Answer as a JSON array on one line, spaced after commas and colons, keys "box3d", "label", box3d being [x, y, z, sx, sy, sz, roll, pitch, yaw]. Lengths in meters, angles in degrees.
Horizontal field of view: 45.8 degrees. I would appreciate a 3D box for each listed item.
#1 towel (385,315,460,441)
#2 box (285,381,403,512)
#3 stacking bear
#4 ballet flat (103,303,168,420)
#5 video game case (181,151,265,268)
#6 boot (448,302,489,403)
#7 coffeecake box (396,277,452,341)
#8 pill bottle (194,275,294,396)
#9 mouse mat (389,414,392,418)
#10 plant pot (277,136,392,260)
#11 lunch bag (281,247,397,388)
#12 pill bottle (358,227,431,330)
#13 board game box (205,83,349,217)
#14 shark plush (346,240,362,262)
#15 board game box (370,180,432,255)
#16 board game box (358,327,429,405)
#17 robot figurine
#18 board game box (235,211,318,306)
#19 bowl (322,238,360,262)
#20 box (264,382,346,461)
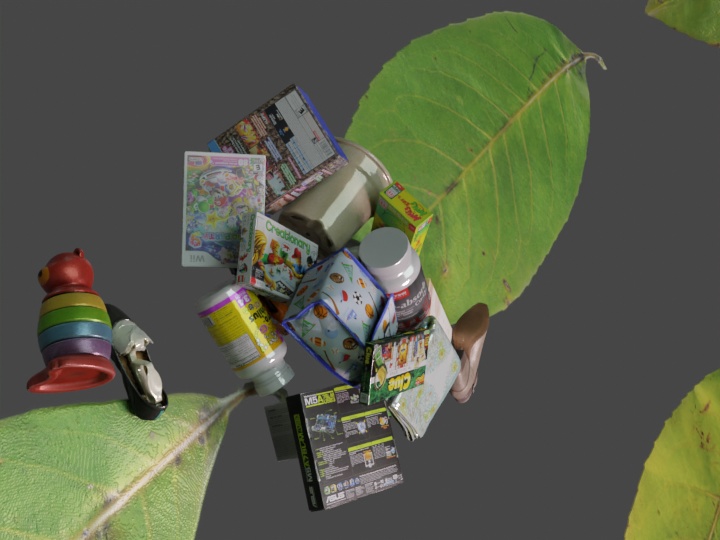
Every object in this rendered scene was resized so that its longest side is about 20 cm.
[{"box3d": [0.121, 0.211, 1.636, 0.201, 0.048, 0.171, -59, 147, -22], "label": "towel"}, {"box3d": [-0.024, 0.293, 1.464, 0.199, 0.047, 0.194, -5, 76, -46], "label": "box"}, {"box3d": [-0.430, 0.068, 1.264, 0.113, 0.121, 0.201, 7, 61, -42], "label": "stacking bear"}, {"box3d": [-0.351, 0.138, 1.339, 0.068, 0.068, 0.201, -28, 94, -48], "label": "ballet flat"}, {"box3d": [-0.240, -0.105, 1.498, 0.142, 0.018, 0.201, 1, 90, -11], "label": "video game case"}, {"box3d": [0.242, 0.190, 1.899, 0.200, 0.070, 0.147, -56, 148, -31], "label": "boot"}, {"box3d": [0.127, 0.135, 1.768, 0.200, 0.073, 0.154, 62, 32, -49], "label": "coffeecake box"}, {"box3d": [-0.196, 0.116, 1.482, 0.104, 0.104, 0.201, -41, 104, -46], "label": "pill bottle"}, {"box3d": [0.044, 0.203, 1.767, 0.161, 0.008, 0.201, -16, 85, -48], "label": "mouse mat"}, {"box3d": [-0.062, -0.127, 1.681, 0.201, 0.200, 0.184, 47, 57, -22], "label": "plant pot"}, {"box3d": [-0.016, 0.090, 1.493, 0.200, 0.124, 0.170, 49, 35, -18], "label": "lunch bag"}, {"box3d": [0.063, 0.016, 1.608, 0.200, 0.115, 0.116, 68, 29, -52], "label": "pill bottle"}, {"box3d": [-0.150, -0.214, 1.566, 0.160, 0.199, 0.097, 59, 8, 6], "label": "board game box"}, {"box3d": [0.000, 0.000, 1.654, 0.200, 0.090, 0.084, -19, 117, -55], "label": "shark plush"}, {"box3d": [0.075, -0.078, 1.682, 0.048, 0.200, 0.102, -39, 72, -24], "label": "board game box"}, {"box3d": [0.061, 0.162, 1.469, 0.200, 0.023, 0.105, -8, 108, -58], "label": "board game box"}, {"box3d": [-0.173, 0.017, 1.583, 0.200, 0.058, 0.145, 53, 44, -17], "label": "robot figurine"}, {"box3d": [-0.144, -0.012, 1.508, 0.200, 0.034, 0.127, 28, 61, -57], "label": "board game box"}, {"box3d": [0.009, 0.042, 1.745, 0.200, 0.074, 0.201, 42, 45, -25], "label": "bowl"}, {"box3d": [-0.058, 0.267, 1.555, 0.199, 0.112, 0.102, -10, 83, -46], "label": "box"}]
